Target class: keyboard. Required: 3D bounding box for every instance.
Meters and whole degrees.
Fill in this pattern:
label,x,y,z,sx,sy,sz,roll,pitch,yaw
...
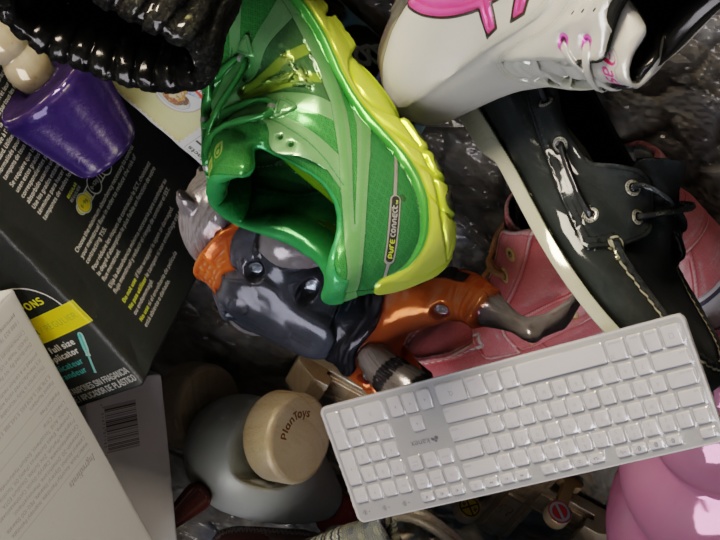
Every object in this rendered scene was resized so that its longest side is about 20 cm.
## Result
label,x,y,z,sx,sy,sz,roll,pitch,yaw
keyboard,0.066,0.066,1.140,0.199,0.011,0.057,-17,101,37

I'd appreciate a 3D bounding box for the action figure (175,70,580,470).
label,x,y,z,sx,sy,sz,roll,pitch,yaw
action figure,0.000,0.000,1.206,0.193,0.105,0.201,29,139,11

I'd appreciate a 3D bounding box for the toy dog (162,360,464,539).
label,x,y,z,sx,sy,sz,roll,pitch,yaw
toy dog,-0.045,0.140,1.445,0.200,0.097,0.132,44,156,-19

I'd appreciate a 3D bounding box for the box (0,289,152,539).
label,x,y,z,sx,sy,sz,roll,pitch,yaw
box,-0.192,0.124,1.282,0.124,0.098,0.201,-10,119,35

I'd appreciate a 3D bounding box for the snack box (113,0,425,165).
label,x,y,z,sx,sy,sz,roll,pitch,yaw
snack box,-0.073,-0.113,1.234,0.200,0.037,0.116,41,138,-18

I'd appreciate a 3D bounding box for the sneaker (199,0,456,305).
label,x,y,z,sx,sy,sz,roll,pitch,yaw
sneaker,-0.040,-0.068,1.128,0.200,0.083,0.074,50,153,24

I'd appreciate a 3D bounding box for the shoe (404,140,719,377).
label,x,y,z,sx,sy,sz,roll,pitch,yaw
shoe,0.082,0.002,1.261,0.199,0.072,0.091,-19,123,34

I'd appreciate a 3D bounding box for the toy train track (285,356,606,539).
label,x,y,z,sx,sy,sz,roll,pitch,yaw
toy train track,0.048,0.105,1.418,0.199,0.033,0.115,29,141,-3

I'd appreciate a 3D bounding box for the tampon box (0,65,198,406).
label,x,y,z,sx,sy,sz,roll,pitch,yaw
tampon box,-0.196,-0.036,1.312,0.149,0.127,0.200,-20,123,40

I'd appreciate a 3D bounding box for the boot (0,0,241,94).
label,x,y,z,sx,sy,sz,roll,pitch,yaw
boot,-0.036,-0.146,1.082,0.210,0.158,0.080,3,136,25

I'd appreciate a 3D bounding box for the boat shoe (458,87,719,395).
label,x,y,z,sx,sy,sz,roll,pitch,yaw
boat shoe,0.110,-0.035,1.147,0.066,0.200,0.074,-41,151,19

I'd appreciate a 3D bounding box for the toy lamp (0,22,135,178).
label,x,y,z,sx,sy,sz,roll,pitch,yaw
toy lamp,-0.179,-0.124,1.206,0.058,0.058,0.200,-19,121,41

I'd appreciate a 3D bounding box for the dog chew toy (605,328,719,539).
label,x,y,z,sx,sy,sz,roll,pitch,yaw
dog chew toy,0.178,0.097,1.255,0.124,0.125,0.200,12,150,15

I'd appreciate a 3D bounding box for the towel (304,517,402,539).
label,x,y,z,sx,sy,sz,roll,pitch,yaw
towel,-0.007,0.242,1.390,0.192,0.034,0.201,-27,87,38

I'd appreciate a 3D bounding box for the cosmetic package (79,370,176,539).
label,x,y,z,sx,sy,sz,roll,pitch,yaw
cosmetic package,-0.151,0.143,1.427,0.150,0.051,0.202,15,113,57

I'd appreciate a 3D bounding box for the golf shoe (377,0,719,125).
label,x,y,z,sx,sy,sz,roll,pitch,yaw
golf shoe,0.085,-0.108,1.079,0.200,0.093,0.072,-33,137,32
